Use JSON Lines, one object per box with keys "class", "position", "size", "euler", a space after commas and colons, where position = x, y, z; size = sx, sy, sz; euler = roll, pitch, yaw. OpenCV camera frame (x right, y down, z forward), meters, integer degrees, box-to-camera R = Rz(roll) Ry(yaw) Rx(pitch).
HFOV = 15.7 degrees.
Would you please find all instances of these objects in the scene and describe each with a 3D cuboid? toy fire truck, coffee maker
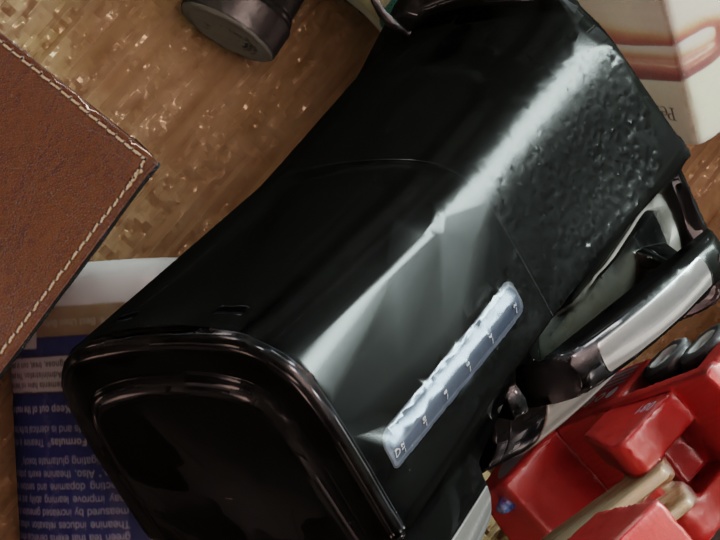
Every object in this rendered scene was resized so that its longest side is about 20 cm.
{"class": "toy fire truck", "position": [0.085, 0.083, 0.875], "size": [0.049, 0.200, 0.141], "euler": [49, 63, -6]}
{"class": "coffee maker", "position": [0.000, 0.000, 0.851], "size": [0.192, 0.135, 0.200], "euler": [47, 51, -3]}

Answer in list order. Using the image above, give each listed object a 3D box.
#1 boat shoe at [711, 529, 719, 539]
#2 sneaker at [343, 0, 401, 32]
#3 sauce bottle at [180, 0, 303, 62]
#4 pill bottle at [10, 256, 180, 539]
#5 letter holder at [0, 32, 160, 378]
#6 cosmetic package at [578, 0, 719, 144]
{"class": "boat shoe", "position": [0.142, 0.159, 0.991], "size": [0.067, 0.057, 0.200], "euler": [-11, 117, -49]}
{"class": "sneaker", "position": [0.045, -0.087, 0.952], "size": [0.070, 0.093, 0.200], "euler": [-37, 126, -22]}
{"class": "sauce bottle", "position": [-0.001, -0.171, 0.989], "size": [0.066, 0.066, 0.200], "euler": [31, 78, -16]}
{"class": "pill bottle", "position": [-0.066, 0.096, 0.928], "size": [0.111, 0.111, 0.200], "euler": [-3, 88, -20]}
{"class": "letter holder", "position": [-0.186, 0.007, 0.808], "size": [0.142, 0.101, 0.200], "euler": [39, 66, -12]}
{"class": "cosmetic package", "position": [0.098, -0.158, 0.967], "size": [0.087, 0.103, 0.200], "euler": [-33, 118, -29]}
